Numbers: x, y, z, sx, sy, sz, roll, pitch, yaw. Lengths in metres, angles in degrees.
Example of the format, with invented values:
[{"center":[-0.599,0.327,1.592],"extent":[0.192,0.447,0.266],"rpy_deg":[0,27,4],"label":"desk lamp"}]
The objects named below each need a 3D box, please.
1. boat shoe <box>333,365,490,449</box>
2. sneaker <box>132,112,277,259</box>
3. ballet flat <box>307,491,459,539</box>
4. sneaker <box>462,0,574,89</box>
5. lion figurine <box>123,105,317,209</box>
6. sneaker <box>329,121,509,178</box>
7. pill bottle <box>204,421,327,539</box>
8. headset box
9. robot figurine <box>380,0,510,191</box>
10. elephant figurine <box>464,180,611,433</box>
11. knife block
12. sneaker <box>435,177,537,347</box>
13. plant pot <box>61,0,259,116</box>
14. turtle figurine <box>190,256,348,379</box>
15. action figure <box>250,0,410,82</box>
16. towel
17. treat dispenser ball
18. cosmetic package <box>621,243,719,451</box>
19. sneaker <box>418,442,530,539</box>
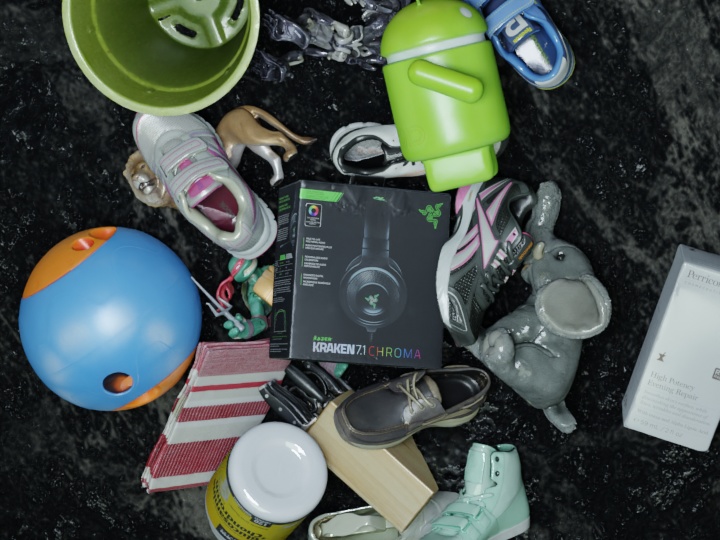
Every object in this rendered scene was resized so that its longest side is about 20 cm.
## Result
[{"center":[0.059,0.138,1.728],"extent":[0.075,0.199,0.073],"rpy_deg":[60,140,21],"label":"boat shoe"},{"center":[-0.167,-0.100,1.657],"extent":[0.081,0.088,0.200],"rpy_deg":[-44,85,4],"label":"sneaker"},{"center":[0.031,0.295,1.825],"extent":[0.198,0.069,0.070],"rpy_deg":[-11,105,12],"label":"ballet flat"},{"center":[0.154,-0.273,1.644],"extent":[0.074,0.082,0.200],"rpy_deg":[-40,96,17],"label":"sneaker"},{"center":[-0.157,-0.125,1.739],"extent":[0.199,0.072,0.123],"rpy_deg":[-37,79,1],"label":"lion figurine"},{"center":[0.062,-0.128,1.700],"extent":[0.198,0.080,0.074],"rpy_deg":[-8,103,7],"label":"sneaker"},{"center":[-0.113,0.251,1.769],"extent":[0.111,0.112,0.200],"rpy_deg":[31,151,-2],"label":"pill bottle"},{"center":[0.000,0.000,1.681],"extent":[0.173,0.093,0.202],"rpy_deg":[6,85,-17],"label":"headset box"},{"center":[0.086,-0.186,1.607],"extent":[0.115,0.175,0.202],"rpy_deg":[-12,95,14],"label":"robot figurine"},{"center":[0.212,0.037,1.710],"extent":[0.200,0.141,0.155],"rpy_deg":[-50,125,1],"label":"elephant figurine"},{"center":[-0.021,0.184,1.755],"extent":[0.175,0.200,0.064],"rpy_deg":[25,111,-32],"label":"knife block"},{"center":[0.137,-0.018,1.660],"extent":[0.086,0.080,0.202],"rpy_deg":[2,66,24],"label":"sneaker"},{"center":[-0.186,-0.275,1.629],"extent":[0.198,0.190,0.202],"rpy_deg":[2,106,6],"label":"plant pot"},{"center":[-0.082,0.026,1.750],"extent":[0.199,0.101,0.150],"rpy_deg":[34,84,-5],"label":"turtle figurine"},{"center":[-0.020,-0.260,1.651],"extent":[0.102,0.199,0.119],"rpy_deg":[49,139,29],"label":"action figure"},{"center":[-0.160,0.163,1.789],"extent":[0.023,0.143,0.201],"rpy_deg":[42,117,35],"label":"towel"},{"center":[-0.274,0.053,1.729],"extent":[0.199,0.201,0.203],"rpy_deg":[2,106,7],"label":"treat dispenser ball"},{"center":[0.364,0.085,1.726],"extent":[0.101,0.074,0.202],"rpy_deg":[16,109,2],"label":"cosmetic package"},{"center":[0.112,0.258,1.761],"extent":[0.073,0.200,0.119],"rpy_deg":[1,103,41],"label":"sneaker"}]
